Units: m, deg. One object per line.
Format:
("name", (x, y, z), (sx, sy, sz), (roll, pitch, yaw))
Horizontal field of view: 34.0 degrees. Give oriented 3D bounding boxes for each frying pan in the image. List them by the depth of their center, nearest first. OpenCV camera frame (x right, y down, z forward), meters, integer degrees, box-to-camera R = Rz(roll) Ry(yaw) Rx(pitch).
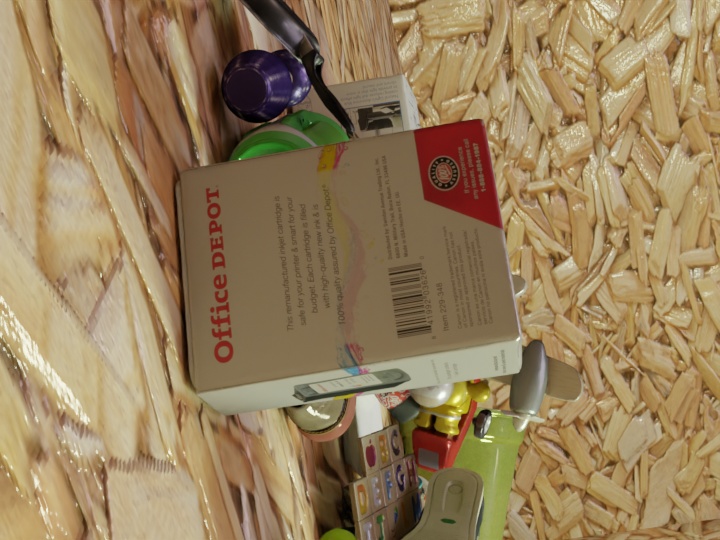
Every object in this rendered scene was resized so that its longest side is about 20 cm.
("frying pan", (-0.060, -0.189, 0.933), (0.115, 0.031, 0.190), (41, 9, -35))

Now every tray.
("tray", (0.003, 0.180, 1.293), (0.200, 0.022, 0.109), (55, 26, -74))

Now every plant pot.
("plant pot", (0.139, 0.292, 1.662), (0.200, 0.198, 0.187), (50, 43, -76))

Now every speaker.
("speaker", (-0.053, -0.078, 0.930), (0.200, 0.087, 0.090), (-65, 145, -77))

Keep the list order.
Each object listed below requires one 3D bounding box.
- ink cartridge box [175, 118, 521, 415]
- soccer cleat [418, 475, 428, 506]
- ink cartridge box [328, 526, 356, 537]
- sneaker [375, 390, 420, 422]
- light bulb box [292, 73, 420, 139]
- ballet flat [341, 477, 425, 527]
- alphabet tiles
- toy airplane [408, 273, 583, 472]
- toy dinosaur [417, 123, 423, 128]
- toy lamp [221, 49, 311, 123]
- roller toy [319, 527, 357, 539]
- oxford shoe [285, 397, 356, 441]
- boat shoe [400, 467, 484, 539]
("ink cartridge box", (-0.006, 0.001, 0.741), (0.086, 0.197, 0.149), (63, 19, -69))
("soccer cleat", (0.060, 0.345, 1.390), (0.078, 0.068, 0.203), (71, 19, -78))
("ink cartridge box", (0.005, 0.336, 1.064), (0.095, 0.037, 0.202), (-89, 166, -56))
("sneaker", (0.023, 0.094, 1.324), (0.108, 0.067, 0.201), (53, 1, -10))
("light bulb box", (0.011, -0.094, 1.286), (0.198, 0.123, 0.203), (-4, 86, -83))
("ballet flat", (0.020, 0.246, 1.180), (0.076, 0.067, 0.200), (-68, 165, 1))
("alphabet tiles", (0.032, 0.247, 1.080), (0.166, 0.006, 0.203), (0, 81, -68))
("toy airplane", (0.089, 0.084, 1.141), (0.200, 0.199, 0.141), (59, 26, 2))
("toy dinosaur", (0.105, -0.054, 1.262), (0.101, 0.057, 0.203), (39, 44, -77))
("toy lamp", (-0.075, -0.153, 0.960), (0.200, 0.057, 0.059), (-72, 152, -76))
("roller toy", (0.019, 0.293, 0.805), (0.183, 0.138, 0.202), (-66, 146, -76))
("oxford shoe", (-0.038, 0.034, 0.970), (0.075, 0.070, 0.202), (54, 26, -62))
("boat shoe", (0.070, 0.263, 1.071), (0.200, 0.071, 0.068), (-53, 150, -57))
